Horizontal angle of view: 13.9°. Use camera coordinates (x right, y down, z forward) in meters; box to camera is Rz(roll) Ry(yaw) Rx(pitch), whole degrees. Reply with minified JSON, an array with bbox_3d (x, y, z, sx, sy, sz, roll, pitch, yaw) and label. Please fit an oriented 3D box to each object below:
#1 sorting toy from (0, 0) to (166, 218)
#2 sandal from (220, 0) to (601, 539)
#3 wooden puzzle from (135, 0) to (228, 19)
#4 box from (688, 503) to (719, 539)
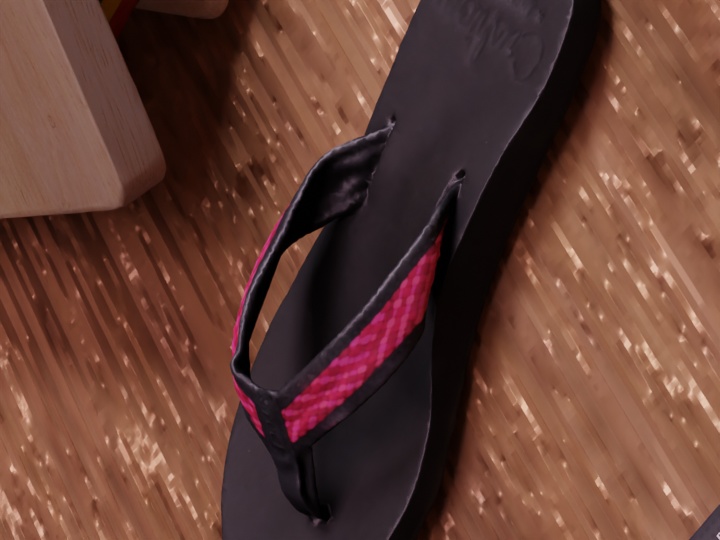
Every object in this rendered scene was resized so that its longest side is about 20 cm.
[{"bbox_3d":[-0.140,-0.117,0.858,0.198,0.070,0.201,-3,115,49],"label":"sorting toy"},{"bbox_3d":[0.000,0.000,0.771,0.075,0.045,0.201,31,105,44],"label":"sandal"},{"bbox_3d":[-0.090,-0.186,0.895,0.185,0.046,0.201,14,92,45],"label":"wooden puzzle"},{"bbox_3d":[0.099,0.118,0.589,0.200,0.044,0.160,-50,32,9],"label":"box"}]
